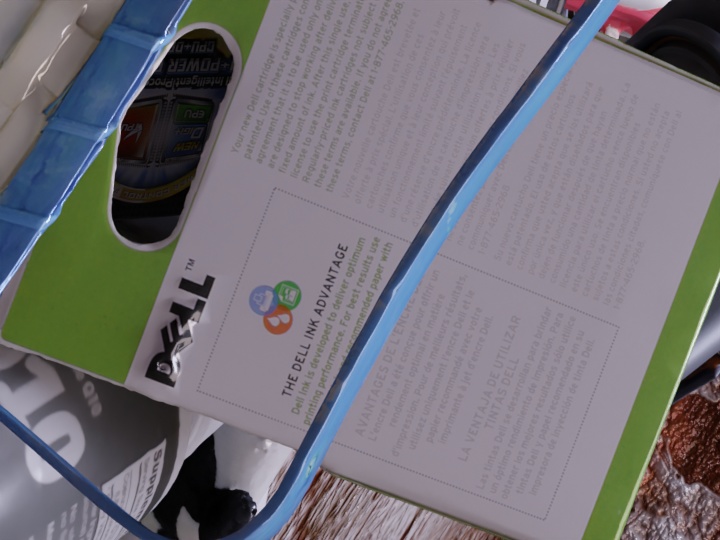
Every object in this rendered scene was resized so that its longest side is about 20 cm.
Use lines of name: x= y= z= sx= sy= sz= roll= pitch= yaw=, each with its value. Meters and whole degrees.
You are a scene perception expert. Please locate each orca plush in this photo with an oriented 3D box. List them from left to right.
orca plush: x=-0.050 y=0.037 z=0.749 sx=0.106 sy=0.071 sz=0.200 roll=-63 pitch=-175 yaw=-33

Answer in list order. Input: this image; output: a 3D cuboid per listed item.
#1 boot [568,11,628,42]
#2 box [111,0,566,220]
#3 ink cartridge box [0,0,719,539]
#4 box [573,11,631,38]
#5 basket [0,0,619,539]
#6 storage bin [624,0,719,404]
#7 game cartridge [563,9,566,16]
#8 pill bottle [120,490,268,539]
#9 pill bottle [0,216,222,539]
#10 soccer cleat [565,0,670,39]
boot: x=0.107 y=-0.115 z=1.177 sx=0.201 sy=0.074 sz=0.097 roll=-63 pitch=155 yaw=-15
box: x=-0.014 y=-0.099 z=0.654 sx=0.199 sy=0.044 sz=0.161 roll=-5 pitch=123 yaw=-40
ink cartridge box: x=0.004 y=-0.016 z=0.628 sx=0.149 sy=0.198 sz=0.076 roll=-68 pitch=-165 yaw=0
box: x=0.175 y=-0.218 z=1.066 sx=0.068 sy=0.081 sz=0.202 roll=67 pitch=43 yaw=-74
basket: x=-0.059 y=-0.060 z=0.450 sx=0.177 sy=0.199 sz=0.139 roll=-55 pitch=165 yaw=-9
storage bin: x=0.089 y=0.018 z=0.790 sx=0.134 sy=0.146 sz=0.200 roll=-38 pitch=176 yaw=-28
game cartridge: x=0.081 y=-0.096 z=1.005 sx=0.133 sy=0.041 sz=0.202 roll=71 pitch=24 yaw=-67
pill bottle: x=-0.098 y=0.169 z=0.863 sx=0.112 sy=0.111 sz=0.202 roll=89 pitch=12 yaw=-64
pill bottle: x=-0.122 y=0.048 z=0.632 sx=0.200 sy=0.113 sz=0.115 roll=-37 pitch=154 yaw=-56
soccer cleat: x=0.087 y=-0.150 z=0.902 sx=0.199 sy=0.067 sz=0.077 roll=18 pitch=88 yaw=-33
